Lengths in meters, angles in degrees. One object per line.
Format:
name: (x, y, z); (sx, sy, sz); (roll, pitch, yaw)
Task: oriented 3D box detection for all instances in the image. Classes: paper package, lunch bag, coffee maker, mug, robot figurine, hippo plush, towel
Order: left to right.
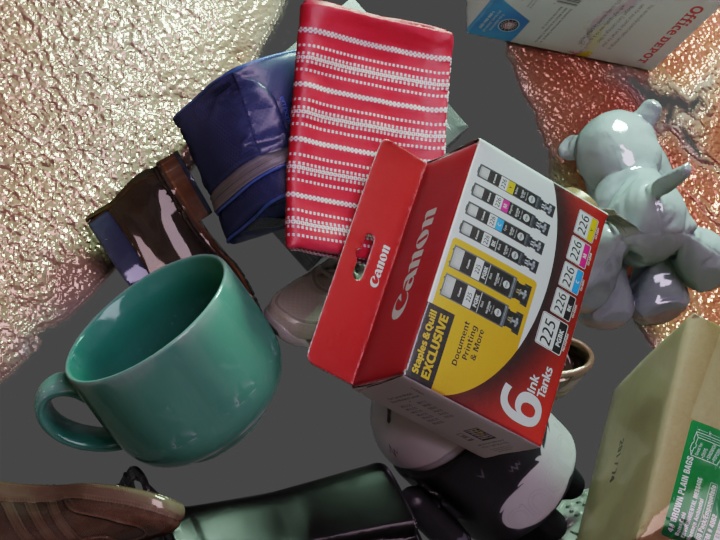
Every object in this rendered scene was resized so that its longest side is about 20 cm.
mug: (-0.148, 0.081, 1.599); (0.115, 0.184, 0.152); (55, 50, -23)
coffee maker: (-0.061, 0.218, 1.585); (0.198, 0.135, 0.194); (-10, 72, -25)
lunch bag: (-0.035, -0.103, 1.664); (0.199, 0.136, 0.133); (-19, 83, -32)
towel: (0.009, -0.104, 1.594); (0.143, 0.022, 0.202); (11, 76, -29)
robot figurine: (0.095, 0.143, 1.668); (0.200, 0.124, 0.151); (44, 20, -28)
hippo plush: (0.223, -0.056, 1.810); (0.158, 0.200, 0.162); (-28, 51, 10)
paper package: (0.252, 0.165, 1.613); (0.103, 0.191, 0.201); (21, 64, -4)

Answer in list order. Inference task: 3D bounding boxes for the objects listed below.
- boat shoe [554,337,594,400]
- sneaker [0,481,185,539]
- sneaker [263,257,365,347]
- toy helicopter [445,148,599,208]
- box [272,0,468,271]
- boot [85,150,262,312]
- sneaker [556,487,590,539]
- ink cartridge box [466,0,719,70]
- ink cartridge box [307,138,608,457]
boat shoe: (0.103, 0.067, 1.749); (0.198, 0.065, 0.073); (11, 66, -17)
sneaker: (-0.222, 0.199, 1.526); (0.198, 0.070, 0.076); (-1, 76, 25)
sneaker: (0.000, 0.000, 1.709); (0.199, 0.082, 0.075); (-27, 56, -37)
toy helicopter: (0.133, -0.046, 1.729); (0.079, 0.199, 0.133); (-38, 103, -29)
box: (-0.026, -0.121, 1.782); (0.159, 0.048, 0.200); (48, 61, 2)
boot: (-0.145, 0.012, 1.686); (0.096, 0.075, 0.201); (-27, 92, -3)
sneaker: (0.164, 0.267, 1.701); (0.081, 0.076, 0.200); (49, 60, -18)
ink cartridge box: (0.216, -0.296, 1.892); (0.198, 0.147, 0.147); (10, 66, -19)
ink cartridge box: (0.075, 0.014, 1.550); (0.175, 0.084, 0.202); (27, 67, -23)
